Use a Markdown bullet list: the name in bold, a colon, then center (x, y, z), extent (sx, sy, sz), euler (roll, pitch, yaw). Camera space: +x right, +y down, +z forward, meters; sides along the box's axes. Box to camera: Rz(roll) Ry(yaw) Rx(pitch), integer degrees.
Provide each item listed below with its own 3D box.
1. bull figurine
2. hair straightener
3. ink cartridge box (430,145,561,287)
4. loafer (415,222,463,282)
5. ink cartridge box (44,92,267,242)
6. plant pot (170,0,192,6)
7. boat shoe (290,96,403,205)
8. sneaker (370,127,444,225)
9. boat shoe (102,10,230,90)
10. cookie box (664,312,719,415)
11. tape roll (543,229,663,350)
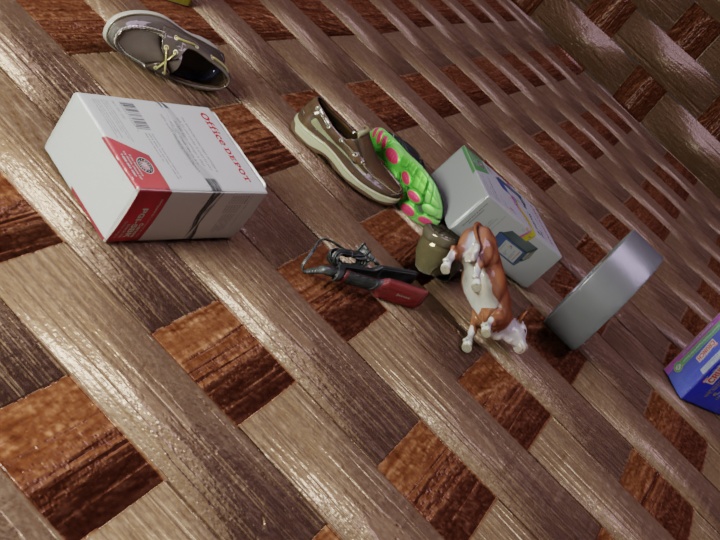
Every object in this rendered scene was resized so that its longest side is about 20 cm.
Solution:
- **bull figurine**: center (0.172, 0.038, 1.368), extent (0.121, 0.064, 0.202), euler (-44, 118, -54)
- **hair straightener**: center (0.000, 0.000, 1.297), extent (0.198, 0.041, 0.077), euler (10, 40, -39)
- **ink cartridge box**: center (0.216, -0.085, 1.608), extent (0.199, 0.087, 0.146), euler (37, 24, -34)
- **loafer**: center (0.119, -0.024, 1.449), extent (0.076, 0.068, 0.200), euler (37, 8, 21)
- **ink cartridge box**: center (-0.222, -0.111, 1.111), extent (0.199, 0.083, 0.147), euler (-4, 51, -54)
- **plant pot**: center (-0.332, -0.556, 1.526), extent (0.199, 0.177, 0.201), euler (2, 45, -50)
- **boat shoe**: center (-0.009, -0.182, 1.502), extent (0.201, 0.075, 0.075), euler (37, 27, -8)
- **sneaker**: center (0.082, -0.152, 1.576), extent (0.083, 0.077, 0.201), euler (3, 46, -45)
- **boat shoe**: center (-0.256, -0.292, 1.353), extent (0.199, 0.072, 0.060), euler (12, 35, -53)
- **cookie box**: center (0.663, 0.169, 1.756), extent (0.198, 0.172, 0.076), euler (23, 29, -32)
- **tape roll**: center (0.375, 0.031, 1.550), extent (0.066, 0.201, 0.200), euler (44, 27, 7)
